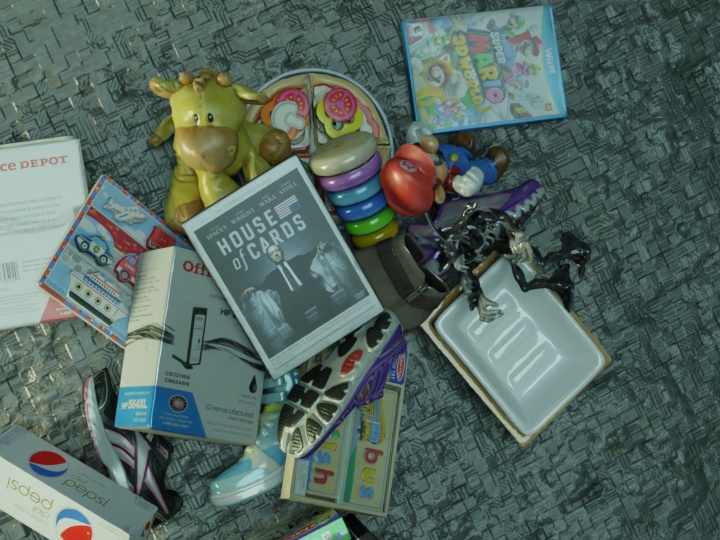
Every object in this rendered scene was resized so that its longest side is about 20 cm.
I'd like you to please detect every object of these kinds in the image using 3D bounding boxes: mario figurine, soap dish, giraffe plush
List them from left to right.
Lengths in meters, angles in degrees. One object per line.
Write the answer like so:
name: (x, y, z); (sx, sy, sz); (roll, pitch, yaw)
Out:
giraffe plush: (-0.161, -0.150, 1.386); (0.170, 0.163, 0.202); (-20, 73, -9)
mario figurine: (0.099, -0.132, 1.439); (0.199, 0.122, 0.108); (-22, 95, -52)
soap dish: (0.185, 0.087, 1.506); (0.157, 0.081, 0.201); (-42, 94, -9)

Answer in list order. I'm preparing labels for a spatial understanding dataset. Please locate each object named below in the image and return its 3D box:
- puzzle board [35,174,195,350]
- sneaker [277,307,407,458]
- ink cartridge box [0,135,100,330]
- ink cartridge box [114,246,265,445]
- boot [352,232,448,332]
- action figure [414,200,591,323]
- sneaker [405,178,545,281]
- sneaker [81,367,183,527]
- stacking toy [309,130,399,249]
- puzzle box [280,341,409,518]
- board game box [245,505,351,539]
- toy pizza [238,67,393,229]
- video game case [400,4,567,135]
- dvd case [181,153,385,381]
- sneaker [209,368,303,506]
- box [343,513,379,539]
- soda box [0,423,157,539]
puzzle board: (-0.252, 0.010, 1.406); (0.199, 0.017, 0.152); (40, 62, -28)
sneaker: (-0.011, 0.137, 1.387); (0.200, 0.080, 0.084); (-49, 130, -17)
ink cartridge box: (-0.376, -0.040, 1.410); (0.144, 0.083, 0.203); (-8, 90, -11)
ink cartridge box: (-0.183, 0.086, 1.389); (0.145, 0.084, 0.203); (15, 76, -37)
boot: (0.000, 0.000, 1.425); (0.145, 0.071, 0.200); (-32, 122, 30)
action figure: (0.163, -0.011, 1.409); (0.197, 0.103, 0.120); (10, 131, -15)
sneaker: (0.135, -0.064, 1.511); (0.199, 0.081, 0.089); (-33, 75, -13)
sneaker: (-0.263, 0.204, 1.430); (0.085, 0.080, 0.203); (-19, 103, -15)
stacking toy: (0.009, -0.058, 1.467); (0.084, 0.085, 0.202); (-26, 113, -10)
puzzle box: (-0.015, 0.176, 1.433); (0.131, 0.025, 0.203); (15, 73, -26)
board game box: (-0.114, 0.329, 1.414); (0.198, 0.135, 0.029); (-25, 92, -11)
toy pizza: (-0.054, -0.147, 1.498); (0.197, 0.032, 0.204); (0, 88, -10)
video game case: (0.155, -0.251, 1.548); (0.197, 0.018, 0.146); (-8, 88, -11)
dvd case: (-0.084, -0.003, 1.361); (0.149, 0.025, 0.202); (-31, 99, -6)
sneaker: (-0.110, 0.181, 1.452); (0.198, 0.079, 0.132); (-28, 94, -20)
box: (-0.050, 0.390, 1.391); (0.197, 0.200, 0.125); (-29, 93, -9)
soda box: (-0.328, 0.255, 1.373); (0.198, 0.064, 0.069); (28, 116, 12)
